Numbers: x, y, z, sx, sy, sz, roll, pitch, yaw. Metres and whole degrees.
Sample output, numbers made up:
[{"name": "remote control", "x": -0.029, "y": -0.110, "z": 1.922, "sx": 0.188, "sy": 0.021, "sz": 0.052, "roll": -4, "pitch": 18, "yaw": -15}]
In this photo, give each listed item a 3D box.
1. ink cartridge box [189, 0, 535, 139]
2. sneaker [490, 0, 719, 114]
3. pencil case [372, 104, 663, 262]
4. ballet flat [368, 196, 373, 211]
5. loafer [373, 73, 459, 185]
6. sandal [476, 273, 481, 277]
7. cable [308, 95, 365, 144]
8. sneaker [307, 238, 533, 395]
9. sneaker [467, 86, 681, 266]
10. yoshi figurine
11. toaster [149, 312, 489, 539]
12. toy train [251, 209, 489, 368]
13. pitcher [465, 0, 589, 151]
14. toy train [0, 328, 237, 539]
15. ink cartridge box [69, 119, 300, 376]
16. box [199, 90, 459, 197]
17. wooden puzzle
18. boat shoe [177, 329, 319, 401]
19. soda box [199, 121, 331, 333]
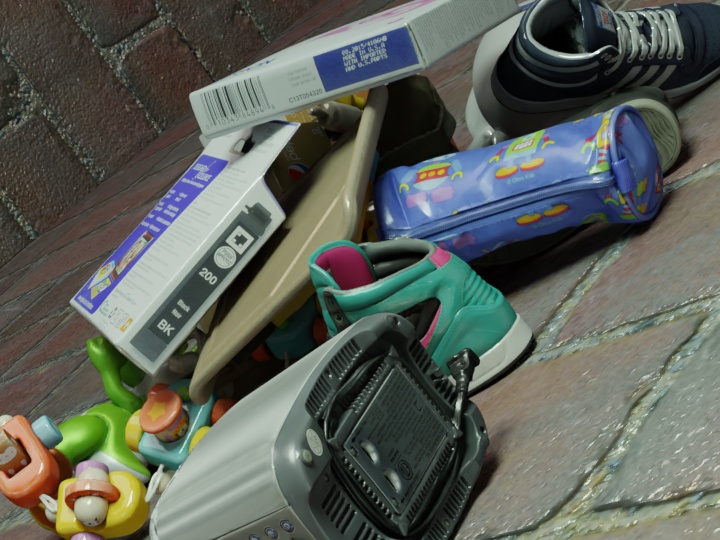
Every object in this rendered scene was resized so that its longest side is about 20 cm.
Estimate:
[{"name": "ink cartridge box", "x": 0.007, "y": -0.163, "z": 1.357, "sx": 0.196, "sy": 0.043, "sz": 0.200, "roll": -15, "pitch": 13, "yaw": 34}, {"name": "sneaker", "x": 0.200, "y": -0.173, "z": 1.381, "sx": 0.199, "sy": 0.070, "sz": 0.109, "roll": -13, "pitch": -19, "yaw": -10}, {"name": "pencil case", "x": 0.100, "y": -0.049, "z": 1.248, "sx": 0.200, "sy": 0.078, "sz": 0.087, "roll": -15, "pitch": 18, "yaw": 26}, {"name": "ballet flat", "x": 0.005, "y": -0.021, "z": 1.510, "sx": 0.200, "sy": 0.068, "sz": 0.064, "roll": -32, "pitch": -11, "yaw": 40}, {"name": "loafer", "x": 0.032, "y": -0.111, "z": 1.471, "sx": 0.075, "sy": 0.070, "sz": 0.200, "roll": -26, "pitch": 14, "yaw": 9}, {"name": "sandal", "x": -0.006, "y": 0.053, "z": 1.289, "sx": 0.200, "sy": 0.055, "sz": 0.082, "roll": -29, "pitch": 13, "yaw": 13}, {"name": "cable", "x": 0.019, "y": -0.116, "z": 1.561, "sx": 0.050, "sy": 0.097, "sz": 0.200, "roll": -26, "pitch": -10, "yaw": 40}, {"name": "sneaker", "x": -0.007, "y": 0.046, "z": 1.166, "sx": 0.200, "sy": 0.121, "sz": 0.084, "roll": -32, "pitch": 13, "yaw": 18}, {"name": "sneaker", "x": 0.138, "y": -0.067, "z": 1.347, "sx": 0.200, "sy": 0.075, "sz": 0.106, "roll": -23, "pitch": 10, "yaw": 14}, {"name": "yoshi figurine", "x": -0.192, "y": 0.109, "z": 1.475, "sx": 0.200, "sy": 0.112, "sz": 0.112, "roll": -40, "pitch": 4, "yaw": -26}, {"name": "toaster", "x": -0.021, "y": 0.109, "z": 0.989, "sx": 0.129, "sy": 0.114, "sz": 0.200, "roll": -30, "pitch": 15, "yaw": 34}, {"name": "toy train", "x": 0.000, "y": 0.000, "z": 1.388, "sx": 0.200, "sy": 0.056, "sz": 0.150, "roll": -42, "pitch": 34, "yaw": -16}, {"name": "pitcher", "x": 0.133, "y": -0.134, "z": 1.529, "sx": 0.172, "sy": 0.121, "sz": 0.200, "roll": -57, "pitch": 5, "yaw": -8}, {"name": "toy train", "x": -0.187, "y": 0.117, "z": 1.337, "sx": 0.200, "sy": 0.056, "sz": 0.150, "roll": -34, "pitch": 54, "yaw": 1}, {"name": "ink cartridge box", "x": -0.120, "y": -0.026, "z": 1.367, "sx": 0.200, "sy": 0.043, "sz": 0.198, "roll": -51, "pitch": 18, "yaw": -5}, {"name": "box", "x": -0.021, "y": -0.103, "z": 1.627, "sx": 0.097, "sy": 0.125, "sz": 0.200, "roll": -32, "pitch": -5, "yaw": 39}, {"name": "wooden puzzle", "x": -0.043, "y": -0.017, "z": 1.294, "sx": 0.200, "sy": 0.037, "sz": 0.185, "roll": -49, "pitch": 15, "yaw": 30}, {"name": "boat shoe", "x": -0.085, "y": 0.064, "z": 1.448, "sx": 0.071, "sy": 0.065, "sz": 0.200, "roll": -24, "pitch": 17, "yaw": 42}, {"name": "soda box", "x": -0.078, "y": -0.027, "z": 1.492, "sx": 0.064, "sy": 0.068, "sz": 0.200, "roll": -9, "pitch": -33, "yaw": -31}]
